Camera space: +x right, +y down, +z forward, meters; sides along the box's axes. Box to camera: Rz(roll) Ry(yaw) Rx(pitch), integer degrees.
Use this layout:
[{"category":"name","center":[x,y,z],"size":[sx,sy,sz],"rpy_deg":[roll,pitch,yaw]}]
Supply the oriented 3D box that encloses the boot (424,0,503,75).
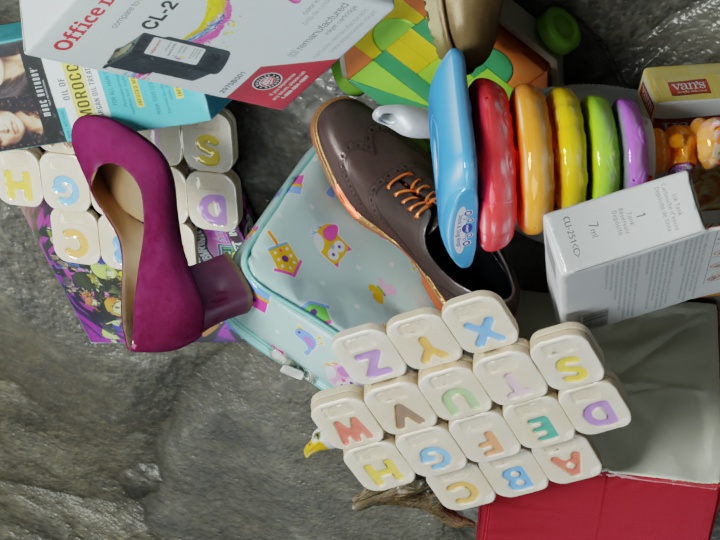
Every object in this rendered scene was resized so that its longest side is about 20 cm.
[{"category":"boot","center":[0.136,-0.206,1.286],"size":[0.198,0.066,0.177],"rpy_deg":[0,115,19]}]

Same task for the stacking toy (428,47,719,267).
[{"category":"stacking toy","center":[0.145,-0.072,1.317],"size":[0.198,0.111,0.116],"rpy_deg":[-3,145,-2]}]

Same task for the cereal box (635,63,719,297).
[{"category":"cereal box","center":[0.243,-0.058,1.424],"size":[0.143,0.040,0.201],"rpy_deg":[-5,140,-11]}]

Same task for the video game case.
[{"category":"video game case","center":[-0.163,-0.020,1.650],"size":[0.180,0.036,0.201],"rpy_deg":[0,136,21]}]

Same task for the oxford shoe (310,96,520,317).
[{"category":"oxford shoe","center":[0.042,-0.046,1.421],"size":[0.200,0.071,0.073],"rpy_deg":[48,165,8]}]

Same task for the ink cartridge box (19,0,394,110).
[{"category":"ink cartridge box","center":[-0.102,-0.186,1.346],"size":[0.199,0.083,0.146],"rpy_deg":[9,151,-33]}]

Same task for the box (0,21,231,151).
[{"category":"box","center":[-0.196,-0.139,1.494],"size":[0.198,0.049,0.083],"rpy_deg":[-7,112,22]}]

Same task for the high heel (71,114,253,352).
[{"category":"high heel","center":[-0.162,-0.029,1.414],"size":[0.200,0.096,0.068],"rpy_deg":[46,139,29]}]

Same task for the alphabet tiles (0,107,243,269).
[{"category":"alphabet tiles","center":[-0.184,-0.084,1.556],"size":[0.198,0.015,0.197],"rpy_deg":[7,122,15]}]

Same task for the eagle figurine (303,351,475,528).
[{"category":"eagle figurine","center":[0.009,0.087,1.560],"size":[0.150,0.201,0.152],"rpy_deg":[-14,152,-2]}]

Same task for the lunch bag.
[{"category":"lunch bag","center":[0.000,0.000,1.479],"size":[0.160,0.201,0.077],"rpy_deg":[35,139,-4]}]

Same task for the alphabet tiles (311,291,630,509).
[{"category":"alphabet tiles","center":[0.073,0.093,1.400],"size":[0.199,0.015,0.196],"rpy_deg":[-17,133,19]}]

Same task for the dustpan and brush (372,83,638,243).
[{"category":"dustpan and brush","center":[0.102,-0.081,1.417],"size":[0.198,0.058,0.140],"rpy_deg":[3,137,-29]}]

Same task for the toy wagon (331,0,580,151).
[{"category":"toy wagon","center":[0.080,-0.133,1.436],"size":[0.199,0.040,0.155],"rpy_deg":[36,136,-20]}]

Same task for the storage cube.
[{"category":"storage cube","center":[0.179,0.141,1.586],"size":[0.169,0.201,0.181],"rpy_deg":[5,138,2]}]

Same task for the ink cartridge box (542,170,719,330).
[{"category":"ink cartridge box","center":[0.205,-0.017,1.333],"size":[0.175,0.045,0.200],"rpy_deg":[-16,166,2]}]
